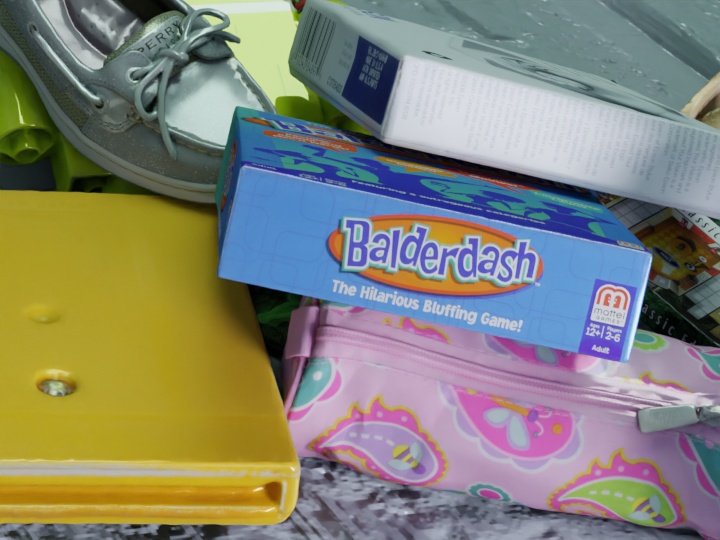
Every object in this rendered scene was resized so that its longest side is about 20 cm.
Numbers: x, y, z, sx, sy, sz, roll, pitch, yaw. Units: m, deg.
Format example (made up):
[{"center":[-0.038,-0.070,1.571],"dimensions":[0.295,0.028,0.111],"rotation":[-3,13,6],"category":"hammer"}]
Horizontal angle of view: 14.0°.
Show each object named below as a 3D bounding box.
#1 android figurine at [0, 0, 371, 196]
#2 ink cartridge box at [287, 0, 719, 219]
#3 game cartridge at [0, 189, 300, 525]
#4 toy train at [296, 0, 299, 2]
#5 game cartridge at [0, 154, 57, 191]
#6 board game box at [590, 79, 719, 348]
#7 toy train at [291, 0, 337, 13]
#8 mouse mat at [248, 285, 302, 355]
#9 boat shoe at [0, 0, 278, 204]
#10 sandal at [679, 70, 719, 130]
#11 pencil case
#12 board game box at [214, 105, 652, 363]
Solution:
[{"center":[-0.084,-0.089,1.324],"dimensions":[0.181,0.041,0.201],"rotation":[-3,58,-16],"category":"android figurine"},{"center":[0.084,-0.064,1.239],"dimensions":[0.199,0.041,0.200],"rotation":[14,8,-16],"category":"ink cartridge box"},{"center":[-0.126,0.030,1.153],"dimensions":[0.176,0.033,0.200],"rotation":[2,30,-13],"category":"game cartridge"},{"center":[0.041,-0.099,1.484],"dimensions":[0.199,0.042,0.056],"rotation":[15,18,4],"category":"toy train"},{"center":[-0.206,-0.079,1.372],"dimensions":[0.133,0.041,0.200],"rotation":[-17,38,-42],"category":"game cartridge"},{"center":[0.153,-0.007,1.335],"dimensions":[0.200,0.024,0.105],"rotation":[41,41,22],"category":"board game box"},{"center":[-0.021,-0.113,1.435],"dimensions":[0.200,0.046,0.034],"rotation":[42,-12,14],"category":"toy train"},{"center":[0.000,0.000,1.337],"dimensions":[0.161,0.008,0.200],"rotation":[24,26,24],"category":"mouse mat"},{"center":[-0.109,-0.105,1.259],"dimensions":[0.074,0.065,0.202],"rotation":[-33,64,-29],"category":"boat shoe"},{"center":[0.169,-0.043,1.457],"dimensions":[0.070,0.078,0.211],"rotation":[43,40,15],"category":"sandal"},{"center":[0.067,0.052,1.163],"dimensions":[0.199,0.088,0.087],"rotation":[13,24,1],"category":"pencil case"},{"center":[0.021,-0.018,1.127],"dimensions":[0.151,0.045,0.200],"rotation":[12,8,-6],"category":"board game box"}]
